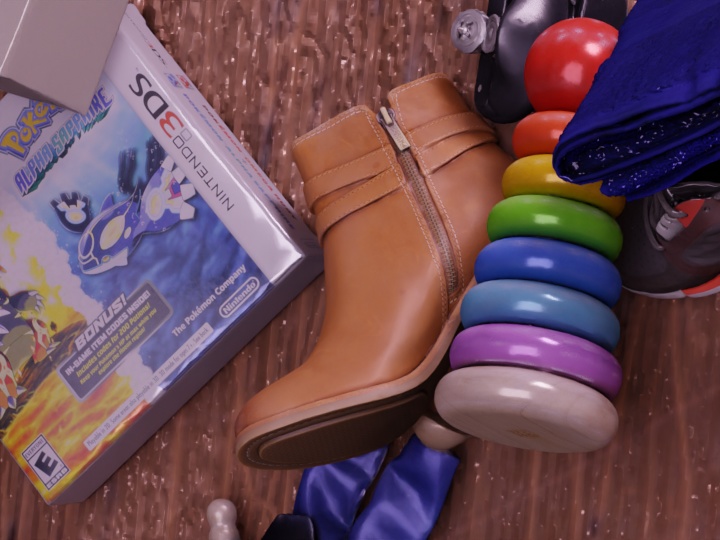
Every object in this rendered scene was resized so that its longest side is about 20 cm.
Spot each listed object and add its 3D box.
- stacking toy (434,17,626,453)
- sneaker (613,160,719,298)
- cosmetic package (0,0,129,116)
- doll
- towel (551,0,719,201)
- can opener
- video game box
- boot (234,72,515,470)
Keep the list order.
[{"bbox_3d":[0.093,-0.021,1.205,0.085,0.085,0.201,6,73,21],"label":"stacking toy"},{"bbox_3d":[0.160,-0.044,1.192,0.200,0.082,0.077,-34,60,52],"label":"sneaker"},{"bbox_3d":[-0.162,-0.192,1.335,0.103,0.073,0.201,17,84,36],"label":"cosmetic package"},{"bbox_3d":[-0.023,0.151,1.316,0.136,0.048,0.201,29,97,20],"label":"doll"},{"bbox_3d":[0.177,-0.114,1.156,0.147,0.200,0.050,-24,113,40],"label":"towel"},{"bbox_3d":[0.091,-0.168,1.278,0.063,0.078,0.201,2,86,60],"label":"can opener"},{"bbox_3d":[-0.142,-0.010,1.368,0.200,0.047,0.182,-44,72,15],"label":"video game box"},{"bbox_3d":[0.000,0.000,1.270,0.199,0.074,0.155,-24,70,-18],"label":"boot"}]
